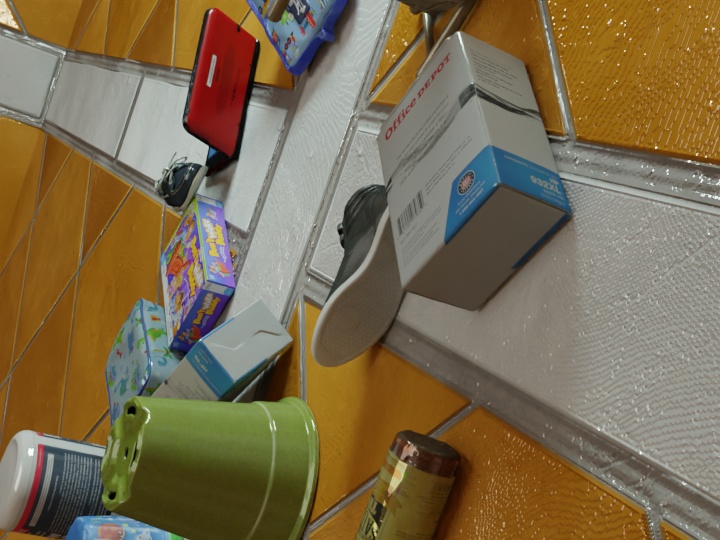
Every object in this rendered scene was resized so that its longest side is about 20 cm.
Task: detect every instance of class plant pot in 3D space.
[{"bbox_3d":[-0.174,0.215,1.213,0.200,0.189,0.201,-41,39,46],"label":"plant pot"}]

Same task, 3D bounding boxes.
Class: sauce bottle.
[{"bbox_3d":[0.025,0.239,0.957,0.066,0.066,0.201,27,98,63],"label":"sauce bottle"}]

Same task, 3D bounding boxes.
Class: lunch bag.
[{"bbox_3d":[-0.315,0.153,1.635,0.161,0.082,0.200,-59,30,23],"label":"lunch bag"},{"bbox_3d":[-0.071,-0.371,1.502,0.151,0.094,0.201,-51,46,34],"label":"lunch bag"}]

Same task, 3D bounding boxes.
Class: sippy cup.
[{"bbox_3d":[-0.318,0.379,1.453,0.178,0.130,0.140,-48,35,41],"label":"sippy cup"}]

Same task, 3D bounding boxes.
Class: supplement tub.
[{"bbox_3d":[-0.409,0.314,1.587,0.140,0.199,0.141,-40,41,47],"label":"supplement tub"}]

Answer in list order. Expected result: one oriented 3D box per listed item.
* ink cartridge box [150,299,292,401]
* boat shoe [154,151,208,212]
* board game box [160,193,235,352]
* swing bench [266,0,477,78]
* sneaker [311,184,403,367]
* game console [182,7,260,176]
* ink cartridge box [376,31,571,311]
[{"bbox_3d":[-0.181,0.132,1.346,0.116,0.068,0.200,-35,-8,-48],"label":"ink cartridge box"},{"bbox_3d":[-0.280,-0.138,1.721,0.075,0.062,0.200,-57,11,-8],"label":"boat shoe"},{"bbox_3d":[-0.240,0.003,1.622,0.135,0.045,0.201,-56,31,29],"label":"board game box"},{"bbox_3d":[0.036,-0.325,1.121,0.200,0.198,0.130,-44,38,42],"label":"swing bench"},{"bbox_3d":[0.000,0.000,1.147,0.201,0.070,0.099,-62,26,8],"label":"sneaker"},{"bbox_3d":[-0.231,-0.268,1.695,0.118,0.172,0.201,-3,70,34],"label":"game console"},{"bbox_3d":[0.094,-0.090,0.998,0.145,0.083,0.201,-50,35,38],"label":"ink cartridge box"}]
